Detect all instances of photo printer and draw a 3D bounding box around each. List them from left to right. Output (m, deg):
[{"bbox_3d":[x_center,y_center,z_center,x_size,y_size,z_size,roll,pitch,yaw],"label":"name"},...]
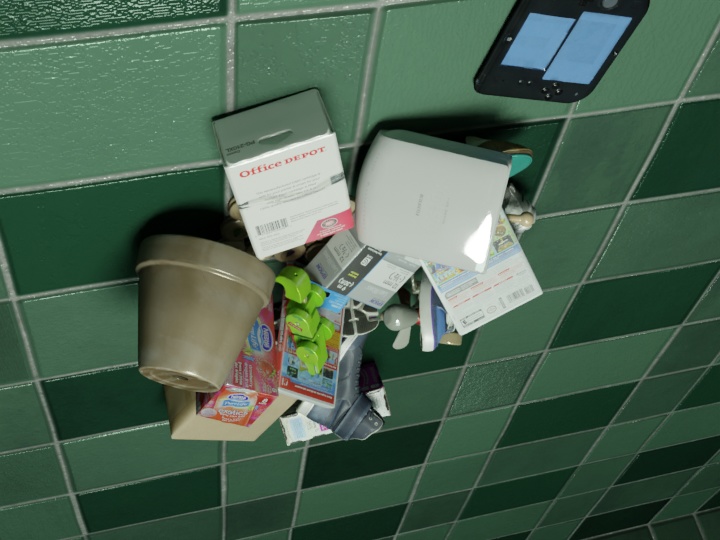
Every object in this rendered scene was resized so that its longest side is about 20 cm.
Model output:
[{"bbox_3d":[0.092,-0.096,1.428,0.196,0.070,0.169,14,109,4],"label":"photo printer"}]

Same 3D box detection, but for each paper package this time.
[{"bbox_3d":[-0.219,0.205,1.839,0.188,0.105,0.200,10,140,-37],"label":"paper package"}]

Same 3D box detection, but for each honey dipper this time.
[{"bbox_3d":[0.156,-0.082,1.544,0.196,0.039,0.038,2,147,-6],"label":"honey dipper"}]

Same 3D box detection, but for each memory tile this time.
[{"bbox_3d":[-0.111,-0.059,1.550,0.196,0.017,0.154,-1,146,-26],"label":"memory tile"}]

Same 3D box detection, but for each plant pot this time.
[{"bbox_3d":[-0.229,0.069,1.470,0.196,0.177,0.200,10,161,3],"label":"plant pot"}]

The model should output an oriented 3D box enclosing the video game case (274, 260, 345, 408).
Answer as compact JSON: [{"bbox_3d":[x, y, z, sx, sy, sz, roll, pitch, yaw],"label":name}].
[{"bbox_3d":[-0.077,0.101,1.657,0.017,0.204,0.142,-6,160,35],"label":"video game case"}]

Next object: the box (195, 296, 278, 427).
[{"bbox_3d":[-0.190,0.121,1.610,0.094,0.203,0.100,17,137,-29],"label":"box"}]

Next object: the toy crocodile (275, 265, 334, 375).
[{"bbox_3d":[-0.083,0.078,1.572,0.061,0.068,0.202,12,141,21],"label":"toy crocodile"}]

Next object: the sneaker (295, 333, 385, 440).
[{"bbox_3d":[0.000,0.196,1.841,0.204,0.145,0.077,-57,-179,2],"label":"sneaker"}]

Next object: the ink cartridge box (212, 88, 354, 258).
[{"bbox_3d":[-0.096,-0.122,1.375,0.142,0.085,0.201,-18,146,-4],"label":"ink cartridge box"}]

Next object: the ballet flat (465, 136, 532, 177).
[{"bbox_3d":[0.142,-0.143,1.486,0.198,0.073,0.068,-28,147,16],"label":"ballet flat"}]

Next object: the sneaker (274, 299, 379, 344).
[{"bbox_3d":[-0.068,0.083,1.768,0.196,0.082,0.084,-7,166,-4],"label":"sneaker"}]

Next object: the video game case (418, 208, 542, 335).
[{"bbox_3d":[0.167,-0.013,1.552,0.141,0.018,0.202,-27,118,8],"label":"video game case"}]

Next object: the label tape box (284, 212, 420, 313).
[{"bbox_3d":[0.000,0.000,1.605,0.200,0.066,0.142,-48,143,16],"label":"label tape box"}]

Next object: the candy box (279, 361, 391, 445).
[{"bbox_3d":[-0.052,0.242,1.952,0.196,0.137,0.062,-17,106,-2],"label":"candy box"}]

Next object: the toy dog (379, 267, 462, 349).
[{"bbox_3d":[0.094,0.073,1.794,0.095,0.134,0.199,1,157,40],"label":"toy dog"}]

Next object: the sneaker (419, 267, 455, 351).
[{"bbox_3d":[0.167,0.042,1.655,0.143,0.202,0.081,3,136,6],"label":"sneaker"}]

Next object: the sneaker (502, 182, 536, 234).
[{"bbox_3d":[0.167,-0.076,1.634,0.198,0.075,0.082,-26,121,18],"label":"sneaker"}]

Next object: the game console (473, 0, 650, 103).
[{"bbox_3d":[0.255,-0.291,1.347,0.174,0.031,0.201,-2,146,-24],"label":"game console"}]
